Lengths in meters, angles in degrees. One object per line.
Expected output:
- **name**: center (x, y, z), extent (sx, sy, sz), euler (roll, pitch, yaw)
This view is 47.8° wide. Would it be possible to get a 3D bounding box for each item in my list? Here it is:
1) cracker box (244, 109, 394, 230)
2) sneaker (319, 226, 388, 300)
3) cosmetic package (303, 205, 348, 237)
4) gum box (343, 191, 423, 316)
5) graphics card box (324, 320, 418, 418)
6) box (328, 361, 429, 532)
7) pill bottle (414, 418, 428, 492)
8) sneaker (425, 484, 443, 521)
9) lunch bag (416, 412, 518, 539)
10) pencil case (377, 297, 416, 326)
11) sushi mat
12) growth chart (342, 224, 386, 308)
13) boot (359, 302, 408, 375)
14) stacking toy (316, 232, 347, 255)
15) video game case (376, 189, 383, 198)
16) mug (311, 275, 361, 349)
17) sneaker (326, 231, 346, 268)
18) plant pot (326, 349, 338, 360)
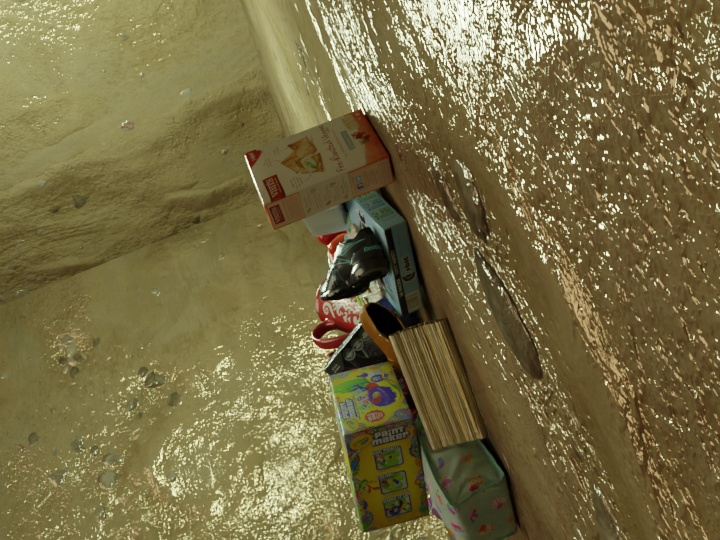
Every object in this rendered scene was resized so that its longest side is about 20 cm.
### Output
- **cracker box**: center (-0.064, -0.155, 1.226), extent (0.058, 0.197, 0.135), euler (72, 173, -46)
- **sneaker**: center (-0.014, -0.005, 1.347), extent (0.200, 0.074, 0.080), euler (-36, 65, 55)
- **cosmetic package**: center (-0.070, -0.130, 1.435), extent (0.200, 0.070, 0.103), euler (69, -171, -81)
- **gum box**: center (0.032, -0.046, 1.371), extent (0.200, 0.044, 0.172), euler (49, 158, 53)
- **graphics card box**: center (0.044, 0.198, 1.541), extent (0.199, 0.126, 0.051), euler (40, -169, -5)
- **box**: center (0.028, 0.298, 1.403), extent (0.200, 0.120, 0.195), euler (-114, 12, -67)
- **pill bottle**: center (0.153, 0.355, 1.593), extent (0.201, 0.110, 0.112), euler (74, 172, -52)
- **sneaker**: center (0.144, 0.412, 1.514), extent (0.201, 0.114, 0.073), euler (47, -133, -17)
- **lunch bag**: center (0.162, 0.336, 1.337), extent (0.200, 0.121, 0.172), euler (54, 167, 50)
- **pencil case**: center (0.063, 0.072, 1.555), extent (0.201, 0.085, 0.079), euler (76, -163, -51)
- **sushi mat**: center (0.121, 0.177, 1.257), extent (0.203, 0.094, 0.012), euler (69, -161, -8)
- **growth chart**: center (0.000, 0.000, 1.442), extent (0.146, 0.018, 0.200), euler (65, 165, 8)
- **boot**: center (0.076, 0.132, 1.387), extent (0.201, 0.071, 0.144), euler (41, 173, 1)
- **stacking toy**: center (-0.017, -0.026, 1.633), extent (0.200, 0.085, 0.086), euler (49, 170, 19)
- **video game case**: center (0.026, -0.112, 1.487), extent (0.182, 0.023, 0.203), euler (-168, 57, -85)
- **mug**: center (-0.002, 0.104, 1.749), extent (0.132, 0.180, 0.199), euler (23, 178, -33)
- **sneaker**: center (-0.043, -0.066, 1.709), extent (0.085, 0.076, 0.202), euler (87, 162, -60)
- **plant pot**: center (0.040, 0.257, 1.667), extent (0.201, 0.197, 0.199), euler (-155, 56, -84)
